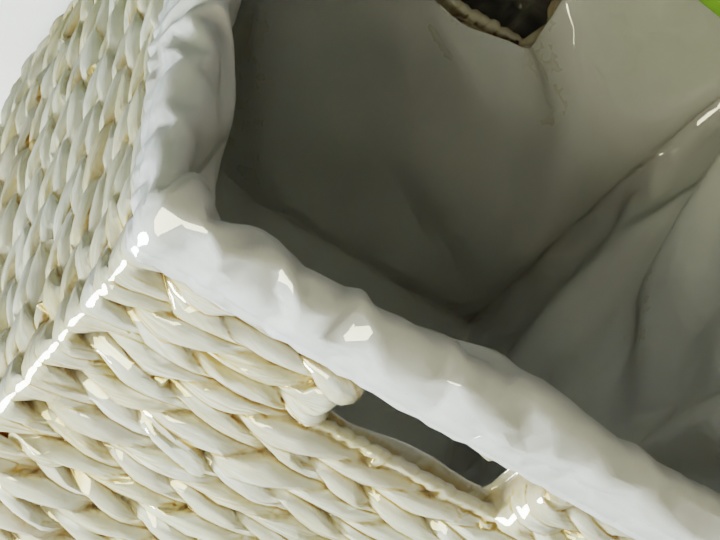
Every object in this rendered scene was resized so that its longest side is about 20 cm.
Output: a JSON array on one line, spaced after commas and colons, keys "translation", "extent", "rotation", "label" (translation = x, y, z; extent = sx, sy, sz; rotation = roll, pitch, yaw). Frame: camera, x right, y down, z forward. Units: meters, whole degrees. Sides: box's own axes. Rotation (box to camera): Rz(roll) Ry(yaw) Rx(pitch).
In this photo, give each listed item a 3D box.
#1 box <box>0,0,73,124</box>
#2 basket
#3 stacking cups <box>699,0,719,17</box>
[{"translation": [-0.133, -0.111, 0.826], "extent": [0.199, 0.036, 0.145], "rotation": [-12, 115, 6], "label": "box"}, {"translation": [0.000, 0.000, 0.750], "extent": [0.198, 0.201, 0.161], "rotation": [29, 133, -21], "label": "basket"}, {"translation": [0.077, -0.120, 0.754], "extent": [0.200, 0.061, 0.061], "rotation": [39, 125, -2], "label": "stacking cups"}]
